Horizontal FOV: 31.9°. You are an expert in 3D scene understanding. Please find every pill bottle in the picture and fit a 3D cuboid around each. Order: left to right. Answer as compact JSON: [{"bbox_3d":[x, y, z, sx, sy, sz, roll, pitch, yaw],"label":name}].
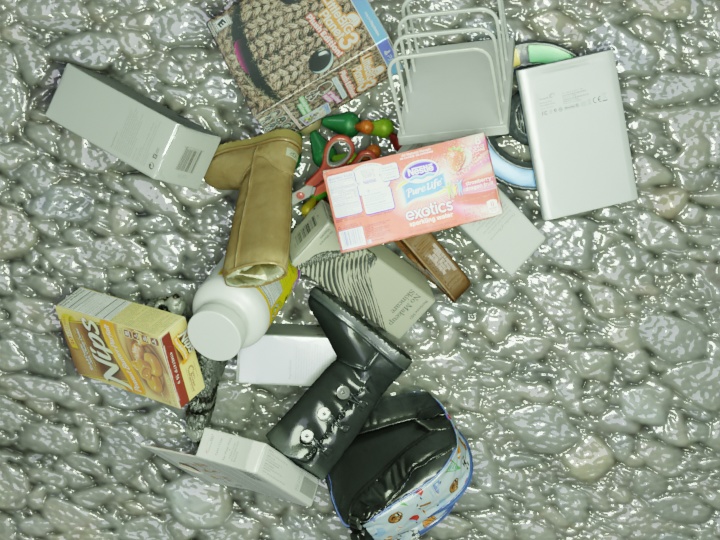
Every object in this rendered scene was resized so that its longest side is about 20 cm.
[{"bbox_3d":[-0.154,0.033,1.648,0.103,0.200,0.105,9,122,15],"label":"pill bottle"}]

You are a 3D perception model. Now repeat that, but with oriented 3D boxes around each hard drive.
[{"bbox_3d":[0.288,-0.180,1.675,0.131,0.025,0.202,-13,101,-4],"label":"hard drive"}]

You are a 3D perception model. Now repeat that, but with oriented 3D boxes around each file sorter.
[{"bbox_3d":[0.115,-0.273,1.585,0.137,0.201,0.125,-4,131,14],"label":"file sorter"}]

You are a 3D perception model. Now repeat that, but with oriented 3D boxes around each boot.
[{"bbox_3d":[-0.152,-0.072,1.609,0.066,0.174,0.202,30,54,-38],"label":"boot"},{"bbox_3d":[-0.055,0.146,1.637,0.164,0.066,0.200,39,95,4],"label":"boot"}]

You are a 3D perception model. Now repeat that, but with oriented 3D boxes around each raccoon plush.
[{"bbox_3d":[-0.260,0.130,1.731,0.133,0.097,0.202,18,98,7],"label":"raccoon plush"}]

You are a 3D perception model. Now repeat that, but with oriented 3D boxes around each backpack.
[{"bbox_3d":[0.055,0.265,1.690,0.190,0.201,0.154,-34,137,9],"label":"backpack"}]

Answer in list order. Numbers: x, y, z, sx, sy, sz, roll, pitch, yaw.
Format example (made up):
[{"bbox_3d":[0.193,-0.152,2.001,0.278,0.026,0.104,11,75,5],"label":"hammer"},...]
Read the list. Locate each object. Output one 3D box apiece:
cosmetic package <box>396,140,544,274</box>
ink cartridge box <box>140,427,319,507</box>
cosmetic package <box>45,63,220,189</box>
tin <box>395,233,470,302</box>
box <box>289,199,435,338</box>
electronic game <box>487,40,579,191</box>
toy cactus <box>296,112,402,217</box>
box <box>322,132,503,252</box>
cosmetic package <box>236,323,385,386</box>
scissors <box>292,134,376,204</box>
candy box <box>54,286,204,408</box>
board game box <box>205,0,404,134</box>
[{"bbox_3d":[0.141,-0.093,1.649,0.200,0.102,0.074,41,93,-25],"label":"cosmetic package"},{"bbox_3d":[-0.170,0.256,1.680,0.175,0.200,0.045,10,71,23],"label":"ink cartridge box"},{"bbox_3d":[-0.296,-0.187,1.642,0.199,0.113,0.082,31,98,21],"label":"cosmetic package"},{"bbox_3d":[0.076,-0.034,1.648,0.042,0.112,0.200,-41,130,1],"label":"tin"},{"bbox_3d":[0.000,0.000,1.676,0.199,0.069,0.082,34,108,-27],"label":"box"},{"bbox_3d":[0.234,-0.207,1.699,0.198,0.042,0.202,0,97,1],"label":"electronic game"},{"bbox_3d":[-0.052,-0.173,1.697,0.199,0.102,0.166,-30,77,7],"label":"toy cactus"},{"bbox_3d":[0.063,-0.092,1.514,0.198,0.095,0.104,-14,91,4],"label":"box"},{"bbox_3d":[-0.065,0.114,1.717,0.198,0.102,0.075,4,97,-1],"label":"cosmetic package"},{"bbox_3d":[-0.064,-0.100,1.653,0.073,0.014,0.200,40,112,-22],"label":"scissors"},{"bbox_3d":[-0.306,0.101,1.673,0.199,0.055,0.116,12,127,34],"label":"candy box"},{"bbox_3d":[-0.072,-0.292,1.638,0.199,0.097,0.160,-31,71,5],"label":"board game box"}]
